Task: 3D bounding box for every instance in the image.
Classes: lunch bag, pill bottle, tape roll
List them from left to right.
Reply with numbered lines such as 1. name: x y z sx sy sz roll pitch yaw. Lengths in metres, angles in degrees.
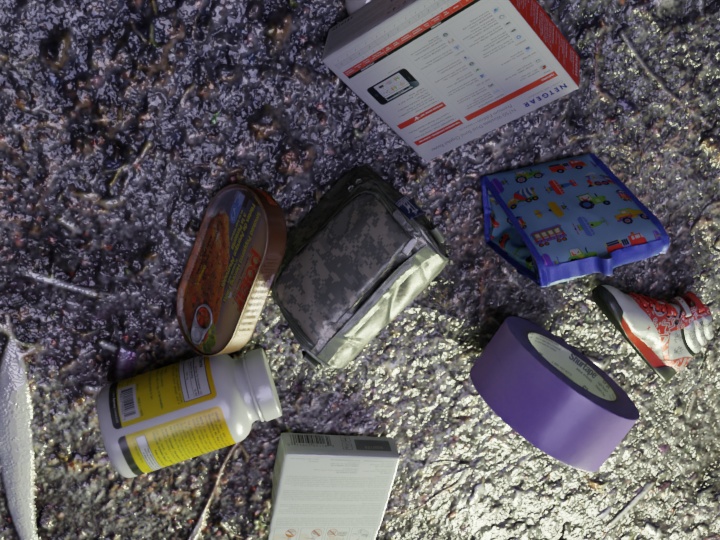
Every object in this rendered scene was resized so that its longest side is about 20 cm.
1. pill bottle: -0.200 0.163 0.994 0.198 0.113 0.113 -17 118 -5
2. lunch bag: 0.000 0.000 0.934 0.139 0.168 0.200 39 100 -26
3. tape roll: 0.241 0.151 1.046 0.199 0.200 0.085 26 106 -23
4. lunch bag: 0.241 -0.050 0.951 0.149 0.200 0.095 -13 117 -7

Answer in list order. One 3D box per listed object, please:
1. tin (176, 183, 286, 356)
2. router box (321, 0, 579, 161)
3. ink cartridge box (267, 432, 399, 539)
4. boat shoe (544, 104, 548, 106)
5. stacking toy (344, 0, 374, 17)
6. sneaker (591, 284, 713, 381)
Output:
1. tin: -0.145 0.002 0.934 0.042 0.112 0.201 4 118 -46
2. router box: 0.091 -0.216 0.852 0.199 0.049 0.179 -21 135 37
3. ink cartridge box: -0.045 0.316 1.146 0.158 0.047 0.202 5 119 -16
4. boat shoe: 0.134 -0.251 0.908 0.200 0.072 0.061 26 89 -20
5. stacking toy: 0.016 -0.339 0.824 0.144 0.147 0.201 -4 134 -12
6. sneaker: 0.396 0.055 1.115 0.108 0.067 0.201 -42 120 7
